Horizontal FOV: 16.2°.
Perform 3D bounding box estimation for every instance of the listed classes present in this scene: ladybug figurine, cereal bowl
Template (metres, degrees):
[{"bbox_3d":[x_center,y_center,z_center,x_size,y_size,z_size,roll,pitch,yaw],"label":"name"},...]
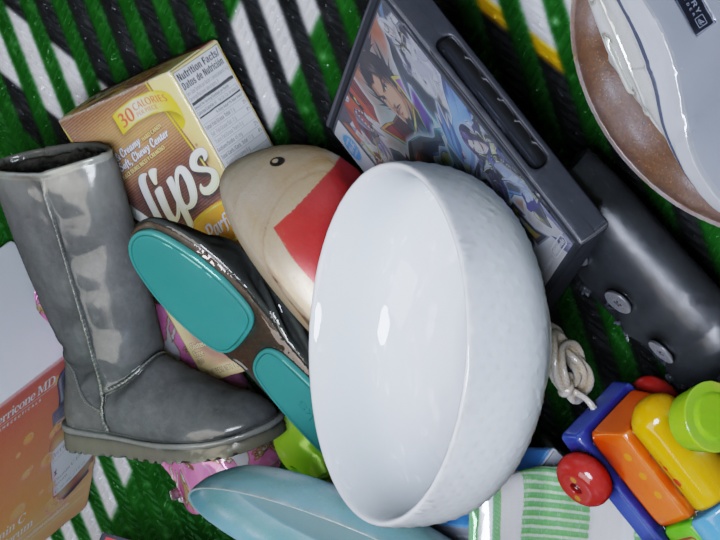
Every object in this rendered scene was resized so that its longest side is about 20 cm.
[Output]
[{"bbox_3d":[0.000,0.000,1.526,0.072,0.136,0.200,-40,98,17],"label":"ladybug figurine"},{"bbox_3d":[0.047,0.041,1.382,0.200,0.083,0.202,-177,90,-66],"label":"cereal bowl"}]

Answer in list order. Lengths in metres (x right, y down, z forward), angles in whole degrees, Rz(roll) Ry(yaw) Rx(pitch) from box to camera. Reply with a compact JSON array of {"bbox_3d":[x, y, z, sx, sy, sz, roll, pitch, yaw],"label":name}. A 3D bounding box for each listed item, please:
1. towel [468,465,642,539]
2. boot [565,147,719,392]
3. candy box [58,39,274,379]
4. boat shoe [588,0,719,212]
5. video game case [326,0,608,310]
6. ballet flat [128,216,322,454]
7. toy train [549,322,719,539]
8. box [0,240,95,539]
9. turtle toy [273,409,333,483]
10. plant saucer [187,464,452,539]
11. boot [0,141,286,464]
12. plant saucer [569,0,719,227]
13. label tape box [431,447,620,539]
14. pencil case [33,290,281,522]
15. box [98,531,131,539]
[{"bbox_3d":[0.150,0.186,1.440,0.023,0.198,0.154,180,92,-66],"label":"towel"},{"bbox_3d":[0.185,0.010,1.397,0.200,0.066,0.165,51,153,3],"label":"boot"},{"bbox_3d":[-0.096,-0.035,1.621,0.115,0.055,0.201,-18,106,43],"label":"candy box"},{"bbox_3d":[0.160,-0.117,1.312,0.201,0.071,0.070,59,163,-15],"label":"boat shoe"},{"bbox_3d":[0.055,-0.057,1.432,0.181,0.025,0.200,53,162,10],"label":"video game case"},{"bbox_3d":[-0.056,0.034,1.550,0.200,0.068,0.068,46,136,-3],"label":"ballet flat"},{"bbox_3d":[0.161,0.083,1.379,0.200,0.085,0.116,51,152,-7],"label":"toy train"},{"bbox_3d":[-0.266,0.111,1.788,0.106,0.152,0.201,32,134,19],"label":"box"},{"bbox_3d":[0.008,0.165,1.632,0.145,0.101,0.201,-26,102,12],"label":"turtle toy"},{"bbox_3d":[-0.006,0.160,1.495,0.199,0.028,0.200,22,164,6],"label":"plant saucer"},{"bbox_3d":[-0.141,0.019,1.607,0.180,0.072,0.202,-1,103,26],"label":"boot"},{"bbox_3d":[0.204,-0.114,1.339,0.199,0.034,0.202,22,131,27],"label":"plant saucer"},{"bbox_3d":[0.127,0.190,1.523,0.200,0.066,0.143,46,159,-18],"label":"label tape box"},{"bbox_3d":[-0.133,0.071,1.704,0.201,0.086,0.083,54,160,-3],"label":"pencil case"},{"bbox_3d":[-0.081,0.250,1.768,0.199,0.038,0.137,12,155,34],"label":"box"}]
